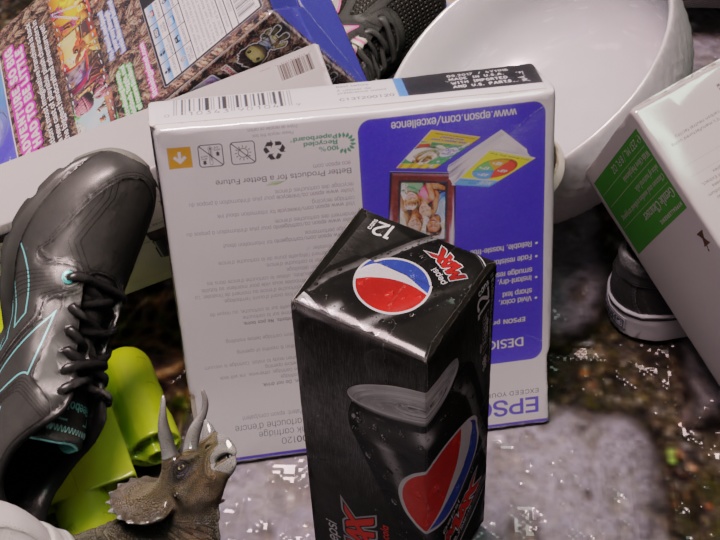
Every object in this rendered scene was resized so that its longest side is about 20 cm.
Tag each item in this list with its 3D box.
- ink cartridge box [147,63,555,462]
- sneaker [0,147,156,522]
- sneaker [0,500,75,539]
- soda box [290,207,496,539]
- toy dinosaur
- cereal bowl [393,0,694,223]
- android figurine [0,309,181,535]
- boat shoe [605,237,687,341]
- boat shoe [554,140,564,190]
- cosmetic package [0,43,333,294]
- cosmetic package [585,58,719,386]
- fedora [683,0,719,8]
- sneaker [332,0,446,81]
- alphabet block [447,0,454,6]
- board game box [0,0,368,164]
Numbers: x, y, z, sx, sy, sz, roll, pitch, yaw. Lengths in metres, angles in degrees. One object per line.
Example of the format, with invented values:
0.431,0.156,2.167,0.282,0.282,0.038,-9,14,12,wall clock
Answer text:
0.000,0.000,0.744,0.197,0.201,0.043,-6,29,-5,ink cartridge box
-0.141,0.040,0.686,0.079,0.075,0.201,27,92,39,sneaker
-0.223,0.159,0.624,0.200,0.088,0.075,-38,42,8,sneaker
0.017,0.071,0.662,0.070,0.201,0.063,23,53,22,soda box
-0.121,0.159,0.669,0.200,0.077,0.102,-38,67,-3,toy dinosaur
0.115,-0.102,0.880,0.199,0.083,0.201,-23,43,23,cereal bowl
-0.193,0.089,0.762,0.181,0.041,0.200,-20,51,-15,android figurine
0.236,-0.020,0.832,0.198,0.068,0.074,-11,47,-9,boat shoe
0.017,-0.044,0.806,0.199,0.057,0.067,-22,47,29,boat shoe
-0.099,-0.042,0.765,0.199,0.083,0.051,-21,50,1,cosmetic package
0.210,0.000,0.728,0.085,0.108,0.201,-28,78,-11,cosmetic package
0.250,-0.247,1.008,0.090,0.177,0.201,-16,49,28,fedora
-0.018,-0.123,0.924,0.200,0.081,0.086,-37,35,-15,sneaker
0.084,-0.315,1.034,0.196,0.196,0.200,31,56,25,alphabet block
-0.115,-0.115,0.843,0.200,0.097,0.160,-36,49,18,board game box
